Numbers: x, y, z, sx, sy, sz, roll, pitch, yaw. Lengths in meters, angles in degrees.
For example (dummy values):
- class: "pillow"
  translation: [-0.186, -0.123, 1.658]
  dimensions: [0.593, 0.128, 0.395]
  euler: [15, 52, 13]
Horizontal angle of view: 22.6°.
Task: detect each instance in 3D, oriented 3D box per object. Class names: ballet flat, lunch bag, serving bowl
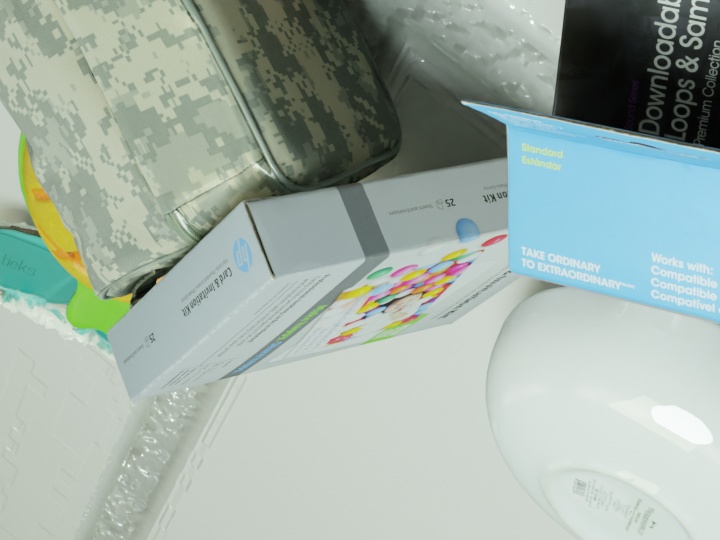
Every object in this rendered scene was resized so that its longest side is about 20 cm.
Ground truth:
- class: "ballet flat"
  translation: [-0.155, 0.020, 1.130]
  dimensions: [0.199, 0.072, 0.072]
  euler: [23, 137, 28]
- class: "lunch bag"
  translation: [-0.102, -0.097, 0.856]
  dimensions: [0.167, 0.139, 0.201]
  euler: [-28, 91, 31]
- class: "serving bowl"
  translation: [0.142, 0.098, 0.886]
  dimensions: [0.200, 0.066, 0.200]
  euler: [28, 151, 17]

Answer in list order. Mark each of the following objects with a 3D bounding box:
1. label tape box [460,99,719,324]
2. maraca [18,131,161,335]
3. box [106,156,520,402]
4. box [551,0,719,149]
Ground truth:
- class: "label tape box"
  translation: [0.140, -0.012, 0.720]
  dimensions: [0.144, 0.200, 0.064]
  euler: [15, 94, 33]
- class: "maraca"
  translation: [-0.119, -0.029, 0.998]
  dimensions: [0.136, 0.107, 0.201]
  euler: [4, 127, 12]
- class: "box"
  translation: [0.000, 0.000, 0.854]
  dimensions: [0.156, 0.199, 0.041]
  euler: [-38, 70, 51]
- class: "box"
  translation: [0.177, -0.099, 0.695]
  dimensions: [0.199, 0.036, 0.143]
  euler: [14, 135, 14]
